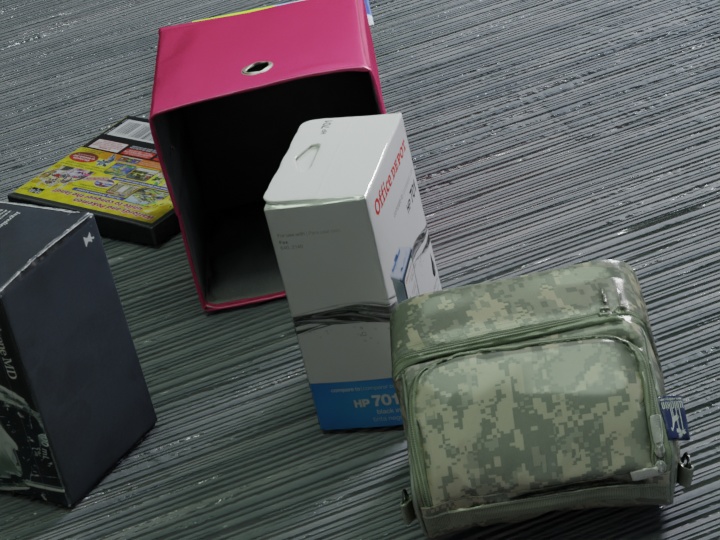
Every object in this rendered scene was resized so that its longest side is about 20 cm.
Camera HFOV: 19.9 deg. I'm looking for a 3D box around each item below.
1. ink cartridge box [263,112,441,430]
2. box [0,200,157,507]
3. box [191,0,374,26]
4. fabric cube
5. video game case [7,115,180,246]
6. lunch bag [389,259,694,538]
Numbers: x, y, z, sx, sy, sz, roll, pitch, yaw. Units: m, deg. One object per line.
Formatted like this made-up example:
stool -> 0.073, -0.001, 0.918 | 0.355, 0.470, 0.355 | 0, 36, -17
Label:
ink cartridge box -> 0.000, 0.000, 1.580 | 0.085, 0.201, 0.147 | -3, 30, 16
box -> -0.288, 0.057, 1.594 | 0.196, 0.201, 0.124 | 7, 35, 32
box -> -0.083, -0.249, 2.218 | 0.199, 0.048, 0.122 | -11, 29, 2
fabric cube -> -0.068, -0.112, 1.809 | 0.195, 0.201, 0.200 | -12, 28, 4
video game case -> -0.216, -0.091, 2.013 | 0.199, 0.026, 0.181 | 12, 37, 36
lunch bag -> 0.124, 0.101, 1.430 | 0.199, 0.140, 0.168 | -10, 45, 6
